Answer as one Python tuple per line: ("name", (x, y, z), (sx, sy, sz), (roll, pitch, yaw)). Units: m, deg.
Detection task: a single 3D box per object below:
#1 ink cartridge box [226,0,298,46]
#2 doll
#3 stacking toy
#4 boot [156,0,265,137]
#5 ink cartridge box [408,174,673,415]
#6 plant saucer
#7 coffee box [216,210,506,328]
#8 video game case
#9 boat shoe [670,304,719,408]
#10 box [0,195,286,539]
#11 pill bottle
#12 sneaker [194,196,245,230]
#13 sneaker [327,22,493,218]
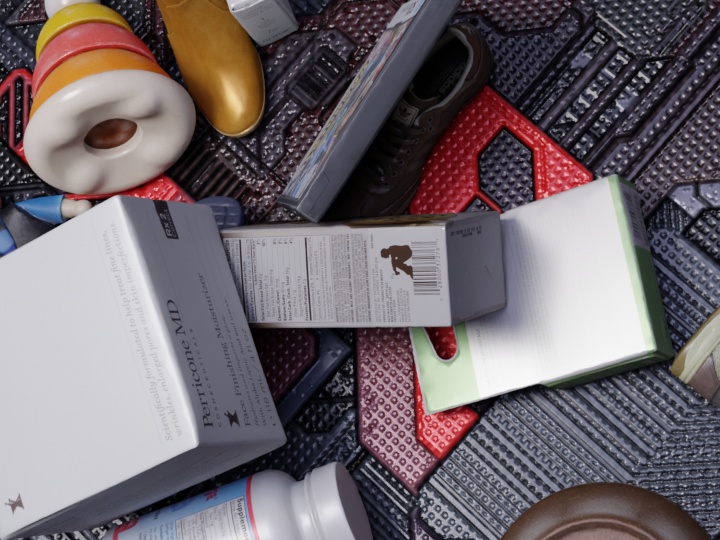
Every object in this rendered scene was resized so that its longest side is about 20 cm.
("ink cartridge box", (-0.121, -0.305, 1.592), (0.043, 0.174, 0.202), (-23, 73, 8))
("doll", (-0.270, -0.004, 1.629), (0.200, 0.048, 0.137), (44, 103, 19))
("stacking toy", (-0.230, -0.179, 1.631), (0.145, 0.146, 0.201), (-25, 58, 8))
("boot", (-0.146, -0.217, 1.595), (0.070, 0.144, 0.203), (-22, 74, 9))
("ink cartridge box", (0.135, 0.024, 1.523), (0.199, 0.048, 0.147), (-18, 73, 25))
("plant saucer", (0.184, 0.260, 1.464), (0.198, 0.037, 0.203), (-3, 78, 13))
("coffee box", (0.000, 0.000, 1.499), (0.198, 0.113, 0.081), (-1, 96, 27))
("video game case", (0.003, -0.130, 1.521), (0.025, 0.181, 0.201), (33, 89, -8))
("boat shoe", (0.323, 0.022, 1.466), (0.066, 0.072, 0.201), (44, 91, 8))
("box", (-0.191, 0.075, 1.456), (0.199, 0.130, 0.201), (-25, 76, 26))
("pill bottle", (-0.095, 0.221, 1.505), (0.198, 0.109, 0.110), (-21, 74, 9))
("sneaker", (-0.133, 0.037, 1.577), (0.073, 0.082, 0.202), (3, 68, 29))
("sneaker", (0.032, -0.119, 1.564), (0.070, 0.076, 0.201), (33, 87, 18))
